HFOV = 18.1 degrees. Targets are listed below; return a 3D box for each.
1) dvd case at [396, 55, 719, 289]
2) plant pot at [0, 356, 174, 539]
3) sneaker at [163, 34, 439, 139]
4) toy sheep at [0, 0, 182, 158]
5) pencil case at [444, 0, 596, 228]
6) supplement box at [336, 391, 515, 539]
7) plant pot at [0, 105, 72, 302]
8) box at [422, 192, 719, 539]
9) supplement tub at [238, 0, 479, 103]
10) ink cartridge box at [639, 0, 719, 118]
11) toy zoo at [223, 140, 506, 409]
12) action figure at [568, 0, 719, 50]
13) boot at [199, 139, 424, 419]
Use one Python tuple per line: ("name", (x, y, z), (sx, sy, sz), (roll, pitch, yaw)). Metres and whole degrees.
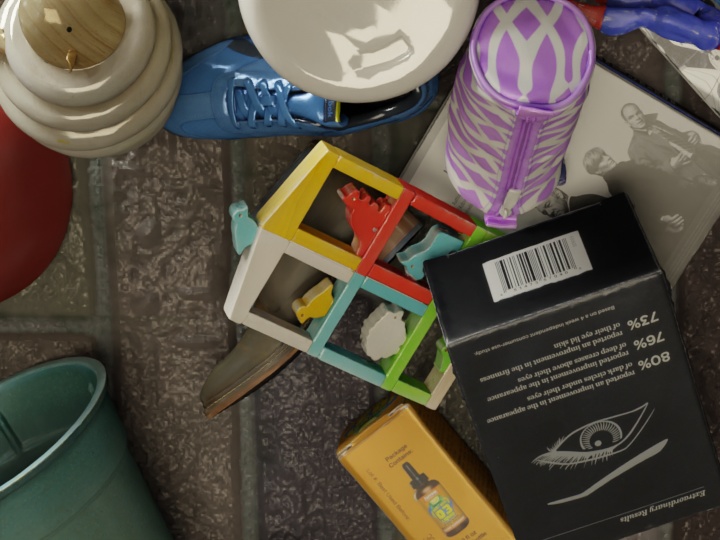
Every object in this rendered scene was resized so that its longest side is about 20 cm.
("dvd case", (0.143, -0.066, 1.515), (0.199, 0.025, 0.151), (31, 107, -3))
("plant pot", (-0.214, 0.197, 1.556), (0.199, 0.201, 0.197), (-25, 111, 13))
("sneaker", (-0.047, -0.119, 1.493), (0.198, 0.079, 0.066), (-6, 108, 9))
("toy sheep", (-0.178, -0.136, 1.454), (0.137, 0.200, 0.139), (-2, 76, 7))
("pencil case", (0.096, -0.097, 1.399), (0.083, 0.200, 0.086), (10, 70, 3))
("supplement box", (0.071, 0.174, 1.574), (0.066, 0.069, 0.200), (-37, 101, 14))
("plant pot", (-0.303, -0.042, 1.491), (0.199, 0.177, 0.202), (1, 107, 5))
("box", (0.142, 0.075, 1.481), (0.147, 0.105, 0.201), (-18, 122, 3))
("supplement tub", (-0.004, -0.201, 1.388), (0.144, 0.200, 0.146), (-1, 114, -2))
("ink cartridge box", (0.209, -0.200, 1.461), (0.099, 0.039, 0.200), (-42, 98, 17))
("toy zoo", (0.000, 0.000, 1.485), (0.199, 0.020, 0.132), (26, 104, -26))
("action figure", (0.221, -0.175, 1.409), (0.199, 0.065, 0.099), (21, 125, -1))
("boot", (-0.058, 0.006, 1.541), (0.200, 0.075, 0.097), (-44, 88, 6))
